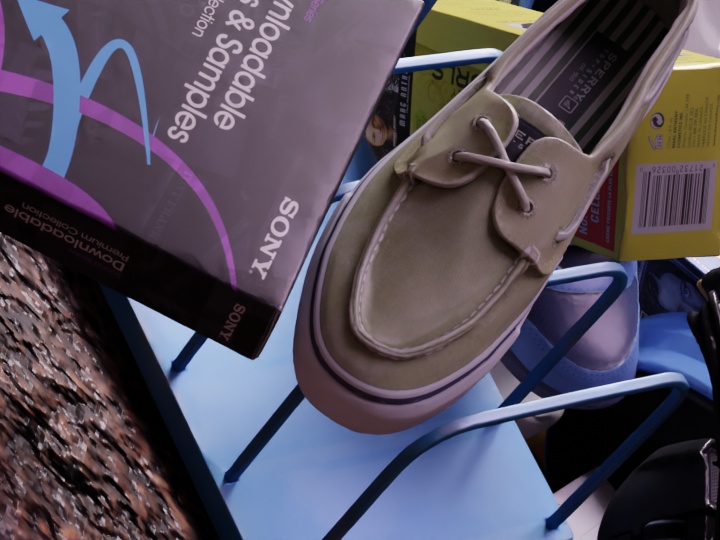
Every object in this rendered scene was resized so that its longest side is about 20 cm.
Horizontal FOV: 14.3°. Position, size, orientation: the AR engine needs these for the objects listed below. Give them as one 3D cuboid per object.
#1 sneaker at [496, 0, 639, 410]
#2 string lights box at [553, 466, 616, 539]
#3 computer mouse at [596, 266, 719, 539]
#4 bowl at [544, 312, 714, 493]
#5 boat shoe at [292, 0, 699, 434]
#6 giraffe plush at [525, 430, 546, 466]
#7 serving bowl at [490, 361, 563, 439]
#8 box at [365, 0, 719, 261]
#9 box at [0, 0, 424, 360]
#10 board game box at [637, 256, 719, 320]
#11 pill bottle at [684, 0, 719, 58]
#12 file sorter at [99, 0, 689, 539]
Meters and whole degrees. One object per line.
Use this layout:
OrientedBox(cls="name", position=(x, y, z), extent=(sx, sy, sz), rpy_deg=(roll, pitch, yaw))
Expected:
OrientedBox(cls="sneaker", position=(0.083, -0.044, 1.182), extent=(0.074, 0.082, 0.201), rpy_deg=(0, 73, -28))
OrientedBox(cls="string lights box", position=(0.124, 0.184, 1.184), extent=(0.200, 0.059, 0.103), rpy_deg=(55, 17, 7))
OrientedBox(cls="computer mouse", position=(0.115, 0.072, 1.065), extent=(0.200, 0.046, 0.141), rpy_deg=(106, -14, -81))
OrientedBox(cls="bowl", position=(0.156, 0.116, 1.229), extent=(0.039, 0.201, 0.201), rpy_deg=(-30, 80, -31))
OrientedBox(cls="boat shoe", position=(0.044, -0.034, 0.929), extent=(0.072, 0.062, 0.200), rpy_deg=(33, 59, 5))
OrientedBox(cls="giraffe plush", position=(0.162, 0.021, 1.438), extent=(0.172, 0.162, 0.201), rpy_deg=(26, 31, -56))
OrientedBox(cls="serving bowl", position=(0.000, 0.000, 1.214), extent=(0.200, 0.066, 0.200), rpy_deg=(48, 17, -19))
OrientedBox(cls="box", position=(0.064, -0.059, 1.100), extent=(0.050, 0.076, 0.200), rpy_deg=(-5, 16, -30))
OrientedBox(cls="box", position=(-0.092, -0.076, 0.926), extent=(0.199, 0.036, 0.143), rpy_deg=(28, 54, -5))
OrientedBox(cls="board game box", position=(0.164, 0.081, 1.261), extent=(0.035, 0.201, 0.135), rpy_deg=(-29, 56, -31))
OrientedBox(cls="pill bottle", position=(0.142, -0.129, 1.400), extent=(0.114, 0.114, 0.200), rpy_deg=(47, -14, -18))
OrientedBox(cls="file sorter", position=(0.004, 0.000, 1.020), extent=(0.138, 0.123, 0.201), rpy_deg=(-10, 63, -37))
